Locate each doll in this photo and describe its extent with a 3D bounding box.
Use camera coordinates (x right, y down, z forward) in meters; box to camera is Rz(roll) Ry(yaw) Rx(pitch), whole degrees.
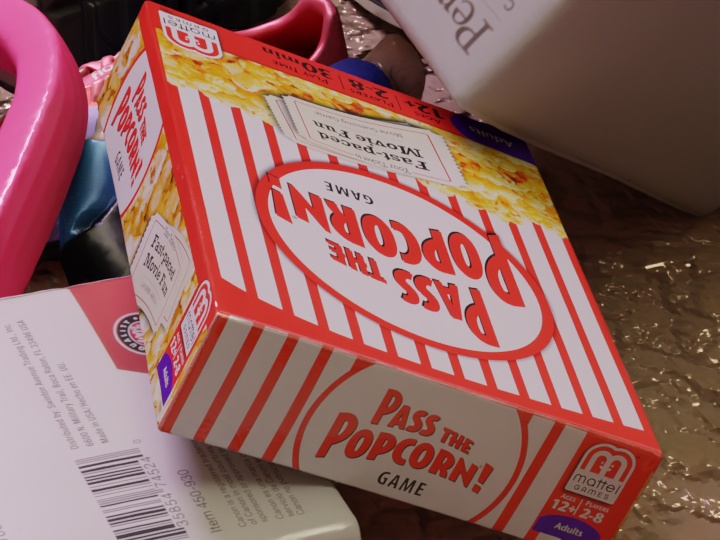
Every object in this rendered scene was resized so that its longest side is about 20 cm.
[{"bbox_3d":[-0.042,-0.008,1.059,0.200,0.048,0.137,-31,78,-31],"label":"doll"}]

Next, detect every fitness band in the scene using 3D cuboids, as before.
[{"bbox_3d":[-0.172,-0.024,1.034,0.143,0.037,0.200,-7,43,23],"label":"fitness band"}]

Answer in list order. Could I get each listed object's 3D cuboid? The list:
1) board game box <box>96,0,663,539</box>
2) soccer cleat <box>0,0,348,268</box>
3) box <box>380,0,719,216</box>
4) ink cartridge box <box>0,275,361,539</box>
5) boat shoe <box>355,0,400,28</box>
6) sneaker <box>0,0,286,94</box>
[{"bbox_3d":[0.000,0.000,0.958,0.151,0.046,0.200,18,27,-22],"label":"board game box"},{"bbox_3d":[-0.093,-0.055,1.112,0.200,0.073,0.068,-14,40,-26],"label":"soccer cleat"},{"bbox_3d":[0.090,-0.160,1.108,0.200,0.171,0.199,18,31,-55],"label":"box"},{"bbox_3d":[-0.120,0.085,0.904,0.200,0.083,0.147,-10,38,-22],"label":"ink cartridge box"},{"bbox_3d":[0.021,-0.171,1.304,0.074,0.063,0.201,1,37,-11],"label":"boat shoe"},{"bbox_3d":[-0.103,-0.112,1.203,0.079,0.075,0.200,11,22,28],"label":"sneaker"}]
